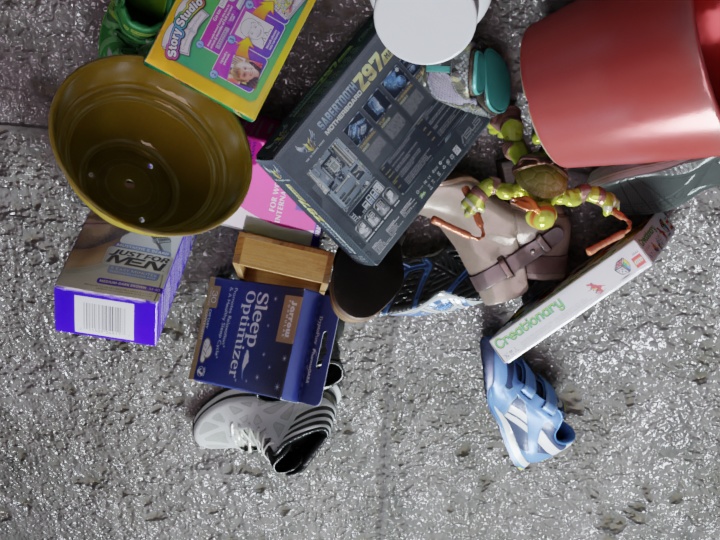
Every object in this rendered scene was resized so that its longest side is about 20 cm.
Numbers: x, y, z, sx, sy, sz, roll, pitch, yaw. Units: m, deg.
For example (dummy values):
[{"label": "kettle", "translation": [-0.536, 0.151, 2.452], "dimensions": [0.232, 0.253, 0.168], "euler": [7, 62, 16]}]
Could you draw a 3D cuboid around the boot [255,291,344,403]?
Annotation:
[{"label": "boot", "translation": [-0.107, 0.099, 1.579], "dimensions": [0.199, 0.131, 0.068], "euler": [-18, 124, 20]}]

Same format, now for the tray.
[{"label": "tray", "translation": [-0.081, -0.005, 1.477], "dimensions": [0.098, 0.200, 0.037], "euler": [12, 85, -2]}]

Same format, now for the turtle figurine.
[{"label": "turtle figurine", "translation": [0.165, -0.095, 1.376], "dimensions": [0.198, 0.162, 0.065], "euler": [0, 137, -3]}]

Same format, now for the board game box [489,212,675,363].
[{"label": "board game box", "translation": [0.237, 0.017, 1.477], "dimensions": [0.200, 0.126, 0.035], "euler": [-38, 89, 28]}]

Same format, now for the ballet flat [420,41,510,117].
[{"label": "ballet flat", "translation": [0.097, -0.186, 1.327], "dimensions": [0.071, 0.200, 0.073], "euler": [0, 91, 16]}]

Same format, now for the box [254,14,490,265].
[{"label": "box", "translation": [0.015, -0.131, 1.371], "dimensions": [0.158, 0.200, 0.051], "euler": [44, 164, -25]}]

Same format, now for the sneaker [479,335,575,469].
[{"label": "sneaker", "translation": [0.191, 0.146, 1.615], "dimensions": [0.082, 0.074, 0.201], "euler": [-15, 130, 15]}]

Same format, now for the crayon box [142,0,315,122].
[{"label": "crayon box", "translation": [-0.109, -0.257, 1.309], "dimensions": [0.118, 0.058, 0.201], "euler": [27, 94, -13]}]

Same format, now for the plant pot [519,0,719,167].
[{"label": "plant pot", "translation": [0.257, -0.185, 1.300], "dimensions": [0.176, 0.201, 0.201], "euler": [-14, 124, 28]}]

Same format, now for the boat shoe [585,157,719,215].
[{"label": "boat shoe", "translation": [0.323, -0.114, 1.419], "dimensions": [0.201, 0.065, 0.074], "euler": [-22, 140, 28]}]

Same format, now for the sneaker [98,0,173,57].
[{"label": "sneaker", "translation": [-0.222, -0.247, 1.371], "dimensions": [0.073, 0.084, 0.201], "euler": [16, 127, -5]}]

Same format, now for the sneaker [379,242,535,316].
[{"label": "sneaker", "translation": [0.097, 0.007, 1.533], "dimensions": [0.198, 0.077, 0.076], "euler": [-7, 82, -3]}]

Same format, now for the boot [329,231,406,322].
[{"label": "boot", "translation": [0.000, 0.000, 1.450], "dimensions": [0.073, 0.201, 0.076], "euler": [34, 125, -11]}]

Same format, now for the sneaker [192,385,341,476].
[{"label": "sneaker", "translation": [-0.122, 0.195, 1.661], "dimensions": [0.199, 0.116, 0.076], "euler": [-18, 122, 20]}]

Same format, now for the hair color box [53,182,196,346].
[{"label": "hair color box", "translation": [-0.245, -0.012, 1.472], "dimensions": [0.108, 0.201, 0.065], "euler": [9, 125, 1]}]

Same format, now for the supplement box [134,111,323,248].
[{"label": "supplement box", "translation": [-0.125, -0.105, 1.439], "dimensions": [0.198, 0.103, 0.102], "euler": [13, 108, -1]}]

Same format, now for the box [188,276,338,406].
[{"label": "box", "translation": [-0.107, 0.075, 1.517], "dimensions": [0.199, 0.122, 0.032], "euler": [6, 171, 45]}]

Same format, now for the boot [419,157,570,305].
[{"label": "boot", "translation": [0.123, -0.036, 1.466], "dimensions": [0.198, 0.070, 0.147], "euler": [-12, 102, 5]}]

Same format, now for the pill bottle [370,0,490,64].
[{"label": "pill bottle", "translation": [0.064, -0.270, 1.244], "dimensions": [0.113, 0.201, 0.115], "euler": [4, 126, 5]}]

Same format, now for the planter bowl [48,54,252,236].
[{"label": "planter bowl", "translation": [-0.210, -0.101, 1.323], "dimensions": [0.199, 0.201, 0.083], "euler": [28, 142, -13]}]
